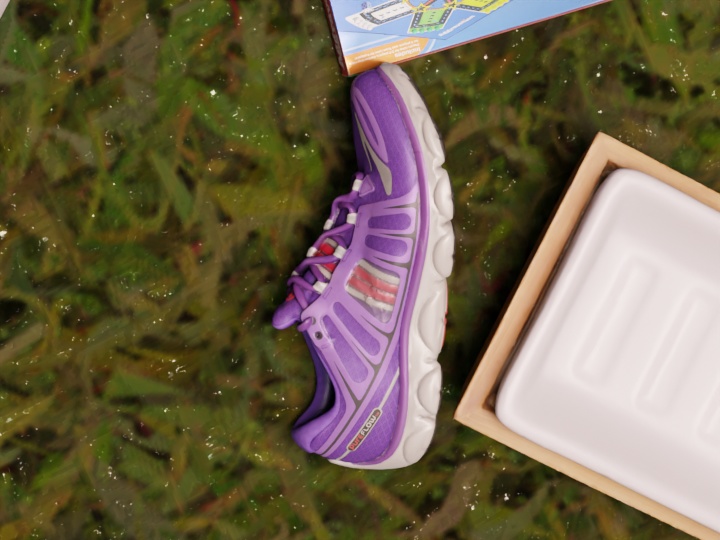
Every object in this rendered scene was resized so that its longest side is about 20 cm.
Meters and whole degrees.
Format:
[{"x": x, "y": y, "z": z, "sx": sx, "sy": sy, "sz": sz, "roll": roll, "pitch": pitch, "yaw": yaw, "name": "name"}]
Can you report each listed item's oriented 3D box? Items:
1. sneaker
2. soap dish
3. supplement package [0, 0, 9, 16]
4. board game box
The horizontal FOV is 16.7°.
[{"x": 0.000, "y": 0.000, "z": 1.179, "sx": 0.083, "sy": 0.081, "sz": 0.200, "roll": 2, "pitch": 100, "yaw": -9, "name": "sneaker"}, {"x": 0.160, "y": 0.041, "z": 1.226, "sx": 0.200, "sy": 0.081, "sz": 0.157, "roll": 26, "pitch": 91, "yaw": -17, "name": "soap dish"}, {"x": -0.185, "y": -0.182, "z": 1.036, "sx": 0.117, "sy": 0.117, "sz": 0.200, "roll": 33, "pitch": 60, "yaw": -18, "name": "supplement package"}, {"x": 0.073, "y": -0.171, "z": 1.201, "sx": 0.200, "sy": 0.019, "sz": 0.103, "roll": -17, "pitch": 101, "yaw": -12, "name": "board game box"}]
